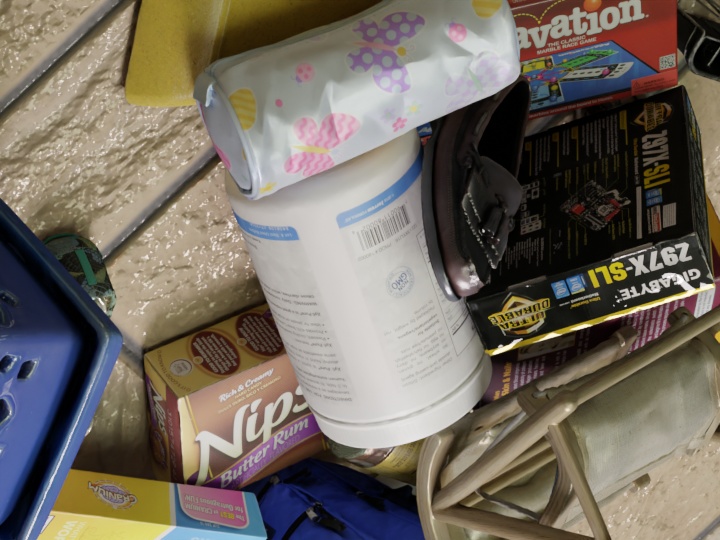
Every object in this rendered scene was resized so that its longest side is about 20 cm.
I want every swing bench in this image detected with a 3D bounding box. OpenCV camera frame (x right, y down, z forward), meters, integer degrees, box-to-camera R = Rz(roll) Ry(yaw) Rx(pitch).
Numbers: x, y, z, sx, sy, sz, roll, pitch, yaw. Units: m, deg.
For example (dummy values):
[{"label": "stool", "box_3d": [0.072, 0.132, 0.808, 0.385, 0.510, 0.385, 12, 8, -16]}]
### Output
[{"label": "swing bench", "box_3d": [0.162, 0.117, 1.737, 0.198, 0.200, 0.130, -26, 95, -37]}]

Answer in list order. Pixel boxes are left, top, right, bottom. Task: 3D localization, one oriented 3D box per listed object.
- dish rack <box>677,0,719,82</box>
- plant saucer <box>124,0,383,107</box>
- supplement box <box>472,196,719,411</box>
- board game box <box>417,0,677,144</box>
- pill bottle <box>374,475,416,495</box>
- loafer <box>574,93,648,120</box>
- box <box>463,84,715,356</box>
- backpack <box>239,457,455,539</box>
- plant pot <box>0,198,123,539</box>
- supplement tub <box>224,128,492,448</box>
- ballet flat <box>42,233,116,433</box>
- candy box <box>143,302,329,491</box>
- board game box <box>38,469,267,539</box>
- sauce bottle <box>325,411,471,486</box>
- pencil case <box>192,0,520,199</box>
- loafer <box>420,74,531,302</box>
[{"label": "dish rack", "box_3d": [0.313, -0.226, 1.840, 0.153, 0.055, 0.201, 9, 119, -45]}, {"label": "plant saucer", "box_3d": [-0.032, -0.181, 1.575, 0.199, 0.049, 0.201, -7, 130, -29]}, {"label": "supplement box", "box_3d": [0.165, 0.022, 1.869, 0.199, 0.086, 0.111, -16, 149, -9]}, {"label": "board game box", "box_3d": [0.116, -0.145, 1.727, 0.199, 0.020, 0.103, -14, 134, -6]}, {"label": "pill bottle", "box_3d": [0.073, 0.240, 2.022, 0.111, 0.111, 0.200, -41, 141, -2]}, {"label": "loafer", "box_3d": [0.186, -0.081, 1.858, 0.063, 0.072, 0.200, -33, 144, -3]}, {"label": "box", "box_3d": [0.152, -0.036, 1.717, 0.159, 0.200, 0.050, -16, 120, 14]}, {"label": "backpack", "box_3d": [-0.018, 0.217, 1.855, 0.168, 0.200, 0.163, 32, 88, -46]}, {"label": "plant pot", "box_3d": [-0.263, 0.059, 1.507, 0.179, 0.200, 0.201, -2, 126, -46]}, {"label": "supplement tub", "box_3d": [0.000, 0.000, 1.681, 0.131, 0.132, 0.201, -28, 121, -16]}, {"label": "ballet flat", "box_3d": [-0.198, 0.072, 1.671, 0.074, 0.074, 0.201, -14, 134, -30]}, {"label": "candy box", "box_3d": [-0.053, 0.078, 1.811, 0.199, 0.056, 0.117, -23, 138, -24]}, {"label": "board game box", "box_3d": [-0.187, 0.202, 1.771, 0.199, 0.040, 0.153, 11, 133, -34]}, {"label": "sauce bottle", "box_3d": [0.062, 0.129, 1.848, 0.199, 0.065, 0.065, 22, 110, -43]}, {"label": "pencil case", "box_3d": [-0.001, -0.118, 1.554, 0.199, 0.083, 0.091, -27, 132, -13]}, {"label": "loafer", "box_3d": [0.076, -0.063, 1.633, 0.063, 0.201, 0.072, -13, 128, 15]}]
